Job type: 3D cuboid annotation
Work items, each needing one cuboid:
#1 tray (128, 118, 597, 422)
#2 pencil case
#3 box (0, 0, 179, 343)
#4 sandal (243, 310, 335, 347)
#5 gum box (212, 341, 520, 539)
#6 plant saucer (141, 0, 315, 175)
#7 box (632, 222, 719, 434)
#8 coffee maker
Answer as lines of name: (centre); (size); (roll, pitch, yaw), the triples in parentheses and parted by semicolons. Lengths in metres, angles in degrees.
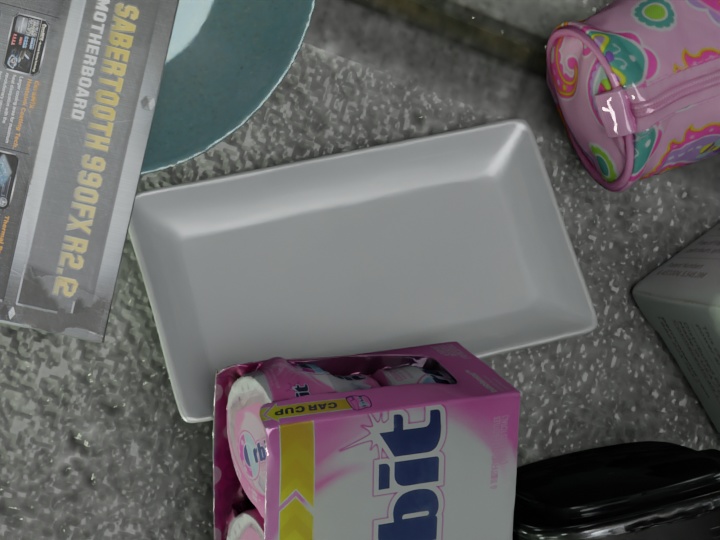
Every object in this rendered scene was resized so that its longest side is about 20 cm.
tray: (0.000, 0.000, 0.924); (0.198, 0.022, 0.108); (-12, 74, -20)
pencil case: (0.186, -0.106, 0.963); (0.199, 0.087, 0.088); (-20, 99, -15)
box: (-0.159, -0.085, 0.831); (0.157, 0.048, 0.202); (12, 90, -19)
sandal: (0.004, 0.109, 0.935); (0.075, 0.045, 0.201); (-24, 100, -14)
gum box: (0.000, 0.129, 0.882); (0.113, 0.066, 0.202); (-6, 110, -23)
plant saucer: (-0.116, -0.140, 0.887); (0.199, 0.039, 0.203); (-1, 93, -17)
box: (0.268, 0.047, 0.937); (0.171, 0.200, 0.200); (-35, 102, -11)
coffee maker: (0.140, 0.185, 0.907); (0.134, 0.191, 0.202); (-17, 101, -36)
